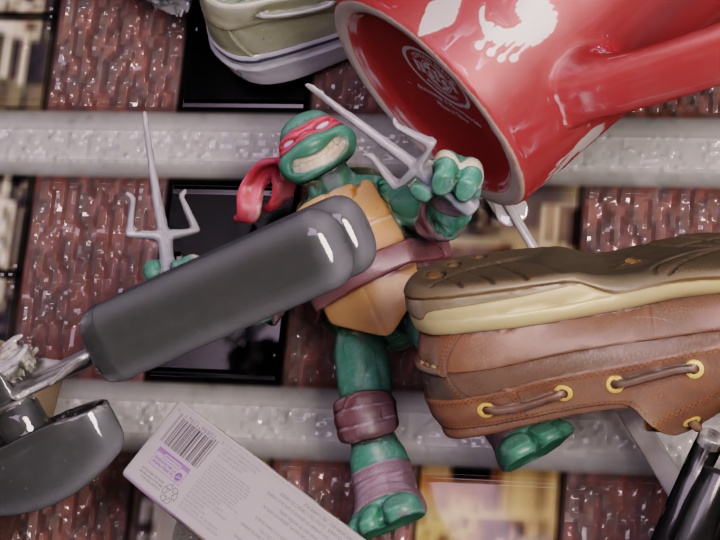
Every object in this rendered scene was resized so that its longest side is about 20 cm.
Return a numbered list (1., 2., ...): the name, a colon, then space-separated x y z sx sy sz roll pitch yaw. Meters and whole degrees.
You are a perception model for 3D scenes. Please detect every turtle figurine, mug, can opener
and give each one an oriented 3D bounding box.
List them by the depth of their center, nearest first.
1. can opener: -0.080 0.032 0.886 0.200 0.053 0.067 -29 94 23
2. mug: 0.103 -0.131 0.888 0.200 0.177 0.134 -42 105 -12
3. turtle figurine: 0.000 0.000 0.922 0.149 0.101 0.201 -31 79 24

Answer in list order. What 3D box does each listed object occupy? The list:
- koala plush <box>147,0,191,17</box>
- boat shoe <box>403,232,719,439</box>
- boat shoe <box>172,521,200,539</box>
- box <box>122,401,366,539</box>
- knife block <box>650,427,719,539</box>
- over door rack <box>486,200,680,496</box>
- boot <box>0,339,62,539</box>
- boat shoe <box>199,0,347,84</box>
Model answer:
1. koala plush: -0.117 -0.220 0.992 0.183 0.177 0.201 -15 70 19
2. boat shoe: 0.118 0.025 0.842 0.199 0.072 0.068 -5 102 5
3. boat shoe: -0.006 0.157 0.896 0.075 0.062 0.200 -47 56 -2
4. box: -0.010 0.118 0.857 0.200 0.039 0.041 32 81 34
5. knife block: 0.105 0.164 0.840 0.199 0.064 0.176 -22 87 5
6. over door rack: 0.150 0.000 0.908 0.147 0.067 0.200 -30 69 1
7. boot: -0.240 0.083 0.962 0.199 0.072 0.167 22 76 14
8. boat shoe: 0.023 -0.142 0.983 0.199 0.062 0.072 -27 69 1
